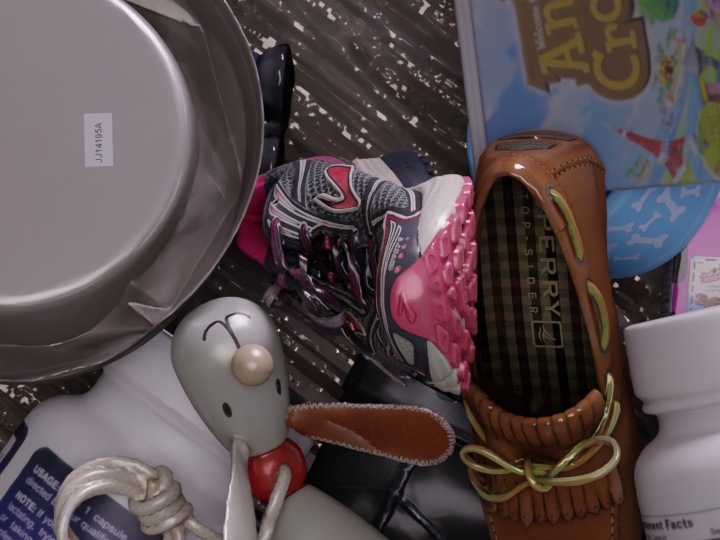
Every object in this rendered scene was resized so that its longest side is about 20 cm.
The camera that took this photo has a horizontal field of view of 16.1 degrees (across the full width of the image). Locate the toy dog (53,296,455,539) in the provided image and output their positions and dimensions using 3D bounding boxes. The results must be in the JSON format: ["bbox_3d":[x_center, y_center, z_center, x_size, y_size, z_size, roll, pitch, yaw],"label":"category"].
[{"bbox_3d":[-0.009,0.112,0.973,0.200,0.096,0.132,43,76,-18],"label":"toy dog"}]

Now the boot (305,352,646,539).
[{"bbox_3d":[0.025,0.160,1.073,0.164,0.066,0.201,26,86,8],"label":"boot"}]

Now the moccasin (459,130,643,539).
[{"bbox_3d":[0.072,0.050,0.988,0.073,0.078,0.203,6,110,19],"label":"moccasin"}]

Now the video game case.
[{"bbox_3d":[0.119,-0.132,0.974,0.181,0.022,0.202,-3,101,23],"label":"video game case"}]

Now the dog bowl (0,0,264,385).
[{"bbox_3d":[-0.137,-0.046,1.011,0.198,0.059,0.202,0,73,-1],"label":"dog bowl"}]

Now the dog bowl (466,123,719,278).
[{"bbox_3d":[0.106,-0.098,1.051,0.111,0.049,0.201,23,99,40],"label":"dog bowl"}]

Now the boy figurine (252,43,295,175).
[{"bbox_3d":[-0.130,-0.064,1.082,0.198,0.064,0.125,4,86,2],"label":"boy figurine"}]

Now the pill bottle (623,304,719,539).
[{"bbox_3d":[0.167,0.109,0.965,0.112,0.113,0.202,-12,88,0],"label":"pill bottle"}]

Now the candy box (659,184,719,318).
[{"bbox_3d":[0.201,-0.042,1.080,0.135,0.061,0.202,6,89,2],"label":"candy box"}]

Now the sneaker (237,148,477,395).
[{"bbox_3d":[0.000,0.000,0.971,0.074,0.200,0.081,-1,98,-11],"label":"sneaker"}]

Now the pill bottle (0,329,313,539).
[{"bbox_3d":[-0.113,0.124,1.050,0.115,0.116,0.201,35,89,1],"label":"pill bottle"}]
